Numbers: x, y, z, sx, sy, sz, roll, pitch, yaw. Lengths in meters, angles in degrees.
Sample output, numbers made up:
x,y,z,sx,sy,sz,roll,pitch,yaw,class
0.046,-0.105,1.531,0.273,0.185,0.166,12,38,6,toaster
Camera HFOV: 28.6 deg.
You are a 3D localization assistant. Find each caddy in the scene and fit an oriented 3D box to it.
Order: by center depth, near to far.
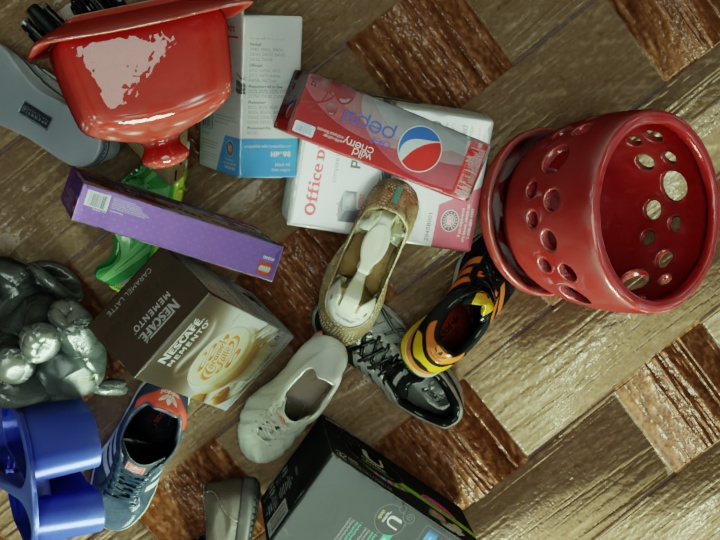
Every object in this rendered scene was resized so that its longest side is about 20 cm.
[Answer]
x,y,z,sx,sy,sz,roll,pitch,yaw,class
-0.331,0.203,1.452,0.105,0.200,0.142,-5,101,-21,caddy

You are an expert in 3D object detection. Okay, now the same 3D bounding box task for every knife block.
x,y,z,sx,sy,sz,roll,pitch,yaw,class
-0.255,-0.192,1.404,0.175,0.064,0.201,3,72,-8,knife block

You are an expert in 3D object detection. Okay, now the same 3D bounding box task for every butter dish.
x,y,z,sx,sy,sz,roll,pitch,yaw,class
-0.194,-0.167,1.295,0.199,0.200,0.148,-14,98,-14,butter dish

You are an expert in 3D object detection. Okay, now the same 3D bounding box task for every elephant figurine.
x,y,z,sx,sy,sz,roll,pitch,yaw,class
-0.347,0.037,1.456,0.141,0.200,0.155,-20,138,-23,elephant figurine

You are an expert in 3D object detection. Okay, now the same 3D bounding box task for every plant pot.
x,y,z,sx,sy,sz,roll,pitch,yaw,class
0.236,-0.056,1.437,0.200,0.182,0.201,1,88,-39,plant pot

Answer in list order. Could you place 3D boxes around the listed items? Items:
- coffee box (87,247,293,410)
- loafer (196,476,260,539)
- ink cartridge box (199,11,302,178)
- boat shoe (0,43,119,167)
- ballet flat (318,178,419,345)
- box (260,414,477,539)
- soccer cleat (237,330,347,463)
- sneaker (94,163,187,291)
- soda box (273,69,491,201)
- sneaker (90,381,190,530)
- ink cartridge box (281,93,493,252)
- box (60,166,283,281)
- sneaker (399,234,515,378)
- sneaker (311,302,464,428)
x,y,z,sx,sy,sz,roll,pitch,yaw,class
-0.167,0.063,1.431,0.114,0.200,0.080,-48,64,4,coffee box
-0.158,0.319,1.557,0.071,0.073,0.201,11,95,3,loafer
-0.111,-0.199,1.423,0.066,0.116,0.201,-3,102,-26,ink cartridge box
-0.333,-0.169,1.439,0.200,0.065,0.074,40,103,9,boat shoe
0.000,0.000,1.430,0.070,0.065,0.201,21,116,3,ballet flat
0.009,0.275,1.519,0.200,0.149,0.124,34,95,-11,box
-0.079,0.146,1.492,0.069,0.078,0.200,29,125,-11,soccer cleat
-0.229,-0.070,1.465,0.083,0.074,0.201,13,100,-12,sneaker
0.021,-0.131,1.381,0.199,0.070,0.064,21,93,-17,soda box
-0.240,0.204,1.503,0.075,0.085,0.201,19,110,-11,sneaker
0.026,-0.108,1.479,0.199,0.085,0.146,9,100,-6,ink cartridge box
-0.185,-0.046,1.369,0.199,0.137,0.039,18,95,-18,box
0.125,0.029,1.482,0.070,0.090,0.200,43,67,-10,sneaker
0.036,0.096,1.518,0.200,0.088,0.076,35,97,-10,sneaker
